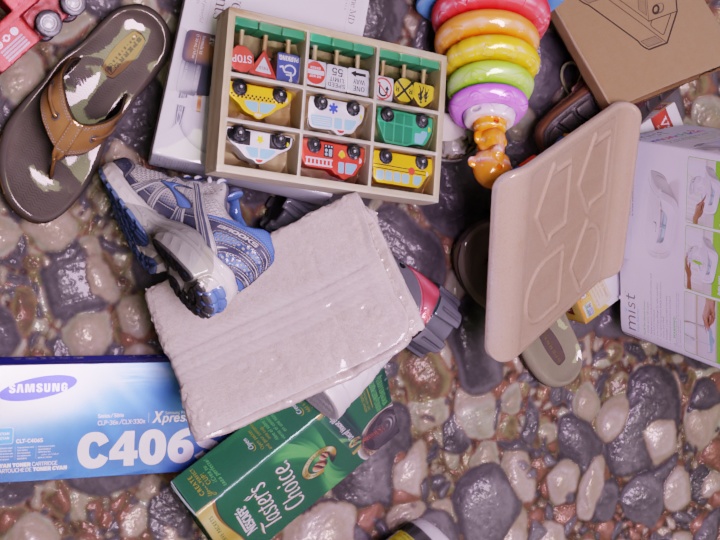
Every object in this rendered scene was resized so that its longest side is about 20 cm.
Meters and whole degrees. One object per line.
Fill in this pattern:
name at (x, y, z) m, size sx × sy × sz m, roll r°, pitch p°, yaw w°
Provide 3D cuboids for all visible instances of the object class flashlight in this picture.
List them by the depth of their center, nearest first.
flashlight at (0.000, 0.000, 0.948) m, size 0.199 × 0.068 × 0.068 m, roll 36°, pitch 92°, yaw -23°

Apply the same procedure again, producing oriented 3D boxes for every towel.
towel at (-0.060, 0.034, 0.826) m, size 0.199 × 0.035 × 0.133 m, roll -24°, pitch 73°, yaw 0°

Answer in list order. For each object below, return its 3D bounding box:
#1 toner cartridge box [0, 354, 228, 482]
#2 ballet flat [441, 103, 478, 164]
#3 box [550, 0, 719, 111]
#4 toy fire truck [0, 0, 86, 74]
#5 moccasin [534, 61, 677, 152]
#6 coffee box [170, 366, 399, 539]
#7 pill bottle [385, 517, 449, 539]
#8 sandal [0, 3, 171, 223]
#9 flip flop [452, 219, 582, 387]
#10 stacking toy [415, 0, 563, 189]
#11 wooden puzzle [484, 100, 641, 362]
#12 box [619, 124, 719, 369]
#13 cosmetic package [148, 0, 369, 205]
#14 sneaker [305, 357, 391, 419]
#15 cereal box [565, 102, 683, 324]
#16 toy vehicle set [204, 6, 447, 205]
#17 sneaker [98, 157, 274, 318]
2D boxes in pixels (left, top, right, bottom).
toner cartridge box at (-0.208, 0.120, 0.879) m, size 0.198 × 0.043 × 0.096 m, roll 0°, pitch 94°, yaw -24°
ballet flat at (0.022, -0.135, 0.946) m, size 0.198 × 0.064 × 0.068 m, roll 5°, pitch 93°, yaw -24°
box at (0.251, -0.260, 1.014) m, size 0.162 × 0.021 × 0.201 m, roll -22°, pitch 78°, yaw -21°
toy fire truck at (-0.278, -0.239, 0.811) m, size 0.200 × 0.049 × 0.141 m, roll -45°, pitch 110°, yaw -13°
moccasin at (0.241, -0.175, 1.039) m, size 0.201 × 0.078 × 0.074 m, roll -42°, pitch 125°, yaw -19°
coffee box at (-0.058, 0.161, 0.917) m, size 0.199 × 0.044 × 0.123 m, roll -36°, pitch 145°, yaw -17°
pill bottle at (0.009, 0.327, 0.957) m, size 0.199 × 0.114 × 0.115 m, roll -34°, pitch 107°, yaw -17°
sandal at (-0.217, -0.129, 0.845) m, size 0.082 × 0.055 × 0.201 m, roll 42°, pitch 78°, yaw -21°
flip flop at (0.163, 0.034, 1.027) m, size 0.081 × 0.057 × 0.201 m, roll -39°, pitch 109°, yaw -16°
stacking toy at (0.114, -0.162, 0.926) m, size 0.115 × 0.110 × 0.202 m, roll 10°, pitch 69°, yaw -25°
wooden puzzle at (0.172, -0.040, 0.945) m, size 0.199 × 0.046 × 0.187 m, roll -30°, pitch 131°, yaw -38°
box at (0.332, -0.022, 0.986) m, size 0.096 × 0.176 × 0.202 m, roll -14°, pitch 108°, yaw -26°
cosmetic package at (-0.080, -0.170, 0.876) m, size 0.149 × 0.052 × 0.202 m, roll 12°, pitch 82°, yaw -15°
sneaker at (-0.051, 0.019, 0.894) m, size 0.200 × 0.074 × 0.115 m, roll 42°, pitch 68°, yaw 15°
cereal box at (0.264, -0.060, 1.072) m, size 0.199 × 0.039 × 0.145 m, roll -34°, pitch 109°, yaw -17°
toy vehicle set at (-0.023, -0.126, 0.843) m, size 0.198 × 0.026 × 0.126 m, roll 5°, pitch 85°, yaw -29°
sneaker at (-0.133, -0.037, 0.824) m, size 0.085 × 0.200 × 0.077 m, roll -31°, pitch 136°, yaw -21°
